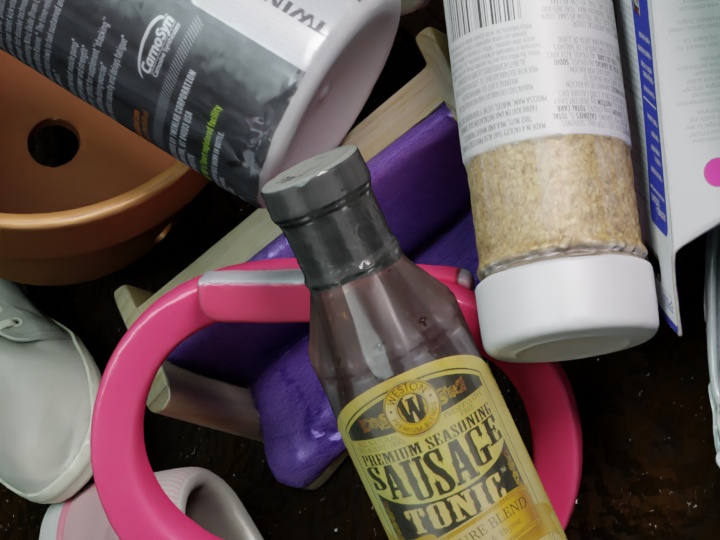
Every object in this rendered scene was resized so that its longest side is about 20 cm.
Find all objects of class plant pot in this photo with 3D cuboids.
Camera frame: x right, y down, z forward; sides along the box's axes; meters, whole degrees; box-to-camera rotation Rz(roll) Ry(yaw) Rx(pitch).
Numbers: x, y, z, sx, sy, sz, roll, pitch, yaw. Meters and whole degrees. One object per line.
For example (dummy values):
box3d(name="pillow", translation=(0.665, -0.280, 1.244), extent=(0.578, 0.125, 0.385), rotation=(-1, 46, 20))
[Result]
box3d(name="plant pot", translation=(-0.139, -0.083, 1.203), extent=(0.199, 0.140, 0.201), rotation=(0, 67, -1))

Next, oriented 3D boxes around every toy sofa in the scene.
box3d(name="toy sofa", translation=(0.000, 0.000, 1.151), extent=(0.200, 0.083, 0.098), rotation=(-39, 58, 21))

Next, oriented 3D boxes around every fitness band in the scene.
box3d(name="fitness band", translation=(-0.010, 0.069, 1.100), extent=(0.199, 0.037, 0.145), rotation=(2, 105, 7))

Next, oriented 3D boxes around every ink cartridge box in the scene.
box3d(name="ink cartridge box", translation=(0.117, -0.084, 1.028), extent=(0.037, 0.095, 0.201), rotation=(-5, 102, -2))

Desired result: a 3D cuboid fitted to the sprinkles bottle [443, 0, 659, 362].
box3d(name="sprinkles bottle", translation=(0.069, -0.068, 1.044), extent=(0.068, 0.068, 0.201), rotation=(-14, 76, 32))

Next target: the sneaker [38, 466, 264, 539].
box3d(name="sneaker", translation=(-0.084, 0.178, 1.169), extent=(0.104, 0.075, 0.201), rotation=(-22, 63, 35))

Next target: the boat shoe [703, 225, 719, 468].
box3d(name="boat shoe", translation=(0.159, 0.060, 1.031), extent=(0.070, 0.071, 0.202), rotation=(-13, 71, 32))

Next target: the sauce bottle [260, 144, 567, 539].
box3d(name="sauce bottle", translation=(0.020, 0.051, 1.031), extent=(0.066, 0.066, 0.201), rotation=(-20, 103, 30))

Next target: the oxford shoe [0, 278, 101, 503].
box3d(name="oxford shoe", translation=(-0.174, 0.034, 1.260), extent=(0.075, 0.058, 0.200), rotation=(-45, 46, 10))

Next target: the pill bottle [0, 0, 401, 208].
box3d(name="pill bottle", translation=(-0.092, -0.117, 1.087), extent=(0.199, 0.106, 0.107), rotation=(31, 98, 10))

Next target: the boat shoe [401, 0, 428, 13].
box3d(name="boat shoe", translation=(-0.033, -0.185, 1.137), extent=(0.200, 0.072, 0.070), rotation=(37, 146, 12))
